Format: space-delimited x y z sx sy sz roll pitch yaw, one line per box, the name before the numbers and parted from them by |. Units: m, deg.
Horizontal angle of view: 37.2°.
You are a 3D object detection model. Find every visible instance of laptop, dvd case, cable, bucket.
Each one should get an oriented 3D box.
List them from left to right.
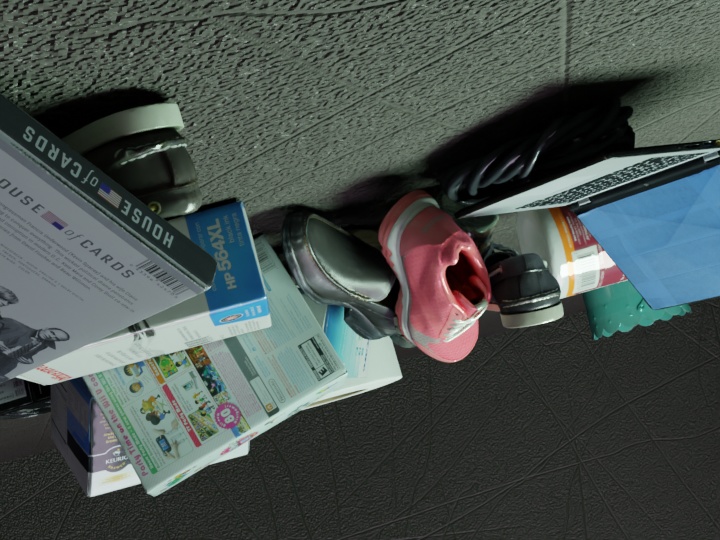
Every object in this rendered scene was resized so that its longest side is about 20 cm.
dvd case | -0.194 -0.008 0.563 0.200 0.025 0.150 -23 131 37
cable | 0.143 -0.092 0.868 0.163 0.051 0.200 -13 175 13
bucket | 0.527 0.045 2.076 0.207 0.135 0.207 -15 172 -2
laptop | 0.216 -0.023 0.849 0.200 0.116 0.187 -8 173 -31

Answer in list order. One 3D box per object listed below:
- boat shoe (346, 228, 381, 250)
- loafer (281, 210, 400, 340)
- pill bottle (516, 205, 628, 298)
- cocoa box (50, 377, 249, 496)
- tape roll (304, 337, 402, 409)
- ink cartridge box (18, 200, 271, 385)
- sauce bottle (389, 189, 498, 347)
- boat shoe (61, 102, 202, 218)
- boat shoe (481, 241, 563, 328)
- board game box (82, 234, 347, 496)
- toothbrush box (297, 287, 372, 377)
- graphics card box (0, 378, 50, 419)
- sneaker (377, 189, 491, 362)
boat shoe | 0.024 -0.005 1.105 0.071 0.065 0.200 -22 169 34
loafer | 0.000 0.000 0.943 0.072 0.073 0.200 -9 154 26
pill bottle | 0.276 -0.047 1.130 0.200 0.114 0.114 -15 171 -6
cocoa box | -0.240 0.148 1.226 0.200 0.131 0.133 -10 -151 -33
tape roll | -0.060 0.099 1.362 0.202 0.139 0.203 -16 172 -2
ink cartridge box | -0.178 0.023 0.854 0.200 0.084 0.146 -14 171 -7
sauce bottle | 0.070 0.003 1.024 0.065 0.065 0.200 -11 146 -28
boat shoe | -0.170 -0.030 0.598 0.201 0.061 0.072 -21 -179 35
boat shoe | 0.137 0.002 0.947 0.073 0.063 0.200 -13 -172 1
board game box | -0.134 0.084 0.950 0.200 0.148 0.064 -30 170 -10
toothbrush box | -0.077 0.060 1.104 0.146 0.085 0.200 8 176 15
graphics card box | -0.371 0.142 1.363 0.200 0.051 0.125 -19 171 12
sneaker | 0.074 0.026 0.910 0.074 0.087 0.200 -40 139 -16
